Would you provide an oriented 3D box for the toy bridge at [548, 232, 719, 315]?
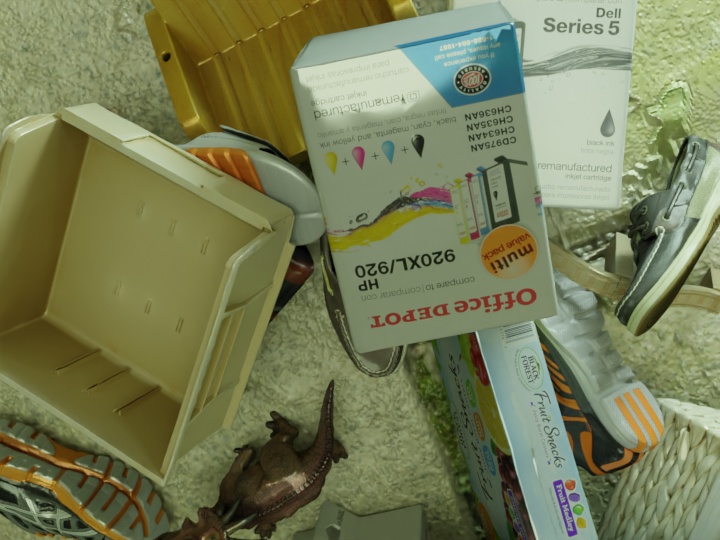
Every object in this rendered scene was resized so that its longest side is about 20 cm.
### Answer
[{"bbox_3d":[0.214,-0.002,0.848,0.200,0.067,0.027,20,126,1],"label":"toy bridge"}]

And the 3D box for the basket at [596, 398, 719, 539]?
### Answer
[{"bbox_3d":[0.286,0.216,0.835,0.135,0.123,0.200,15,103,-28],"label":"basket"}]

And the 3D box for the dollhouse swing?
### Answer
[{"bbox_3d":[-0.074,-0.206,0.769,0.200,0.176,0.182,-25,64,8],"label":"dollhouse swing"}]

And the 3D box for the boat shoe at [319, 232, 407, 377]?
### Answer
[{"bbox_3d":[0.000,0.000,0.868,0.072,0.060,0.201,-7,99,5],"label":"boat shoe"}]

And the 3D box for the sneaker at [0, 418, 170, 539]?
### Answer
[{"bbox_3d":[-0.265,0.208,0.921,0.200,0.078,0.077,28,114,3],"label":"sneaker"}]

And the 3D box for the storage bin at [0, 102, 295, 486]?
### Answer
[{"bbox_3d":[-0.170,0.010,0.742,0.200,0.094,0.199,29,115,17],"label":"storage bin"}]

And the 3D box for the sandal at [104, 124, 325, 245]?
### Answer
[{"bbox_3d":[-0.107,-0.076,0.776,0.206,0.059,0.079,12,131,28],"label":"sandal"}]

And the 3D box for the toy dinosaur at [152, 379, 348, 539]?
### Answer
[{"bbox_3d":[-0.076,0.189,0.867,0.200,0.136,0.086,-43,94,9],"label":"toy dinosaur"}]

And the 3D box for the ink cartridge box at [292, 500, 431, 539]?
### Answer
[{"bbox_3d":[0.012,0.306,0.884,0.125,0.129,0.200,-14,99,6],"label":"ink cartridge box"}]

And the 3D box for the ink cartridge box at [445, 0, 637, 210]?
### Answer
[{"bbox_3d":[0.138,-0.155,0.819,0.145,0.084,0.201,3,100,4],"label":"ink cartridge box"}]

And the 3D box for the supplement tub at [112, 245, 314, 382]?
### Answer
[{"bbox_3d":[-0.138,0.036,0.860,0.107,0.107,0.200,40,100,-3],"label":"supplement tub"}]

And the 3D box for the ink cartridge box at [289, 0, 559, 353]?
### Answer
[{"bbox_3d":[0.047,-0.069,0.719,0.147,0.145,0.200,-10,109,6],"label":"ink cartridge box"}]

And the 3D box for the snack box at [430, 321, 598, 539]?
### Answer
[{"bbox_3d":[0.115,0.120,0.817,0.053,0.142,0.200,-14,85,-10],"label":"snack box"}]

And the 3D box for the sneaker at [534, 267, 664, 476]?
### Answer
[{"bbox_3d":[0.159,0.083,0.862,0.112,0.077,0.200,-50,58,47],"label":"sneaker"}]

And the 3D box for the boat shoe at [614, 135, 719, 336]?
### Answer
[{"bbox_3d":[0.243,-0.031,0.810,0.065,0.073,0.200,31,56,15],"label":"boat shoe"}]
